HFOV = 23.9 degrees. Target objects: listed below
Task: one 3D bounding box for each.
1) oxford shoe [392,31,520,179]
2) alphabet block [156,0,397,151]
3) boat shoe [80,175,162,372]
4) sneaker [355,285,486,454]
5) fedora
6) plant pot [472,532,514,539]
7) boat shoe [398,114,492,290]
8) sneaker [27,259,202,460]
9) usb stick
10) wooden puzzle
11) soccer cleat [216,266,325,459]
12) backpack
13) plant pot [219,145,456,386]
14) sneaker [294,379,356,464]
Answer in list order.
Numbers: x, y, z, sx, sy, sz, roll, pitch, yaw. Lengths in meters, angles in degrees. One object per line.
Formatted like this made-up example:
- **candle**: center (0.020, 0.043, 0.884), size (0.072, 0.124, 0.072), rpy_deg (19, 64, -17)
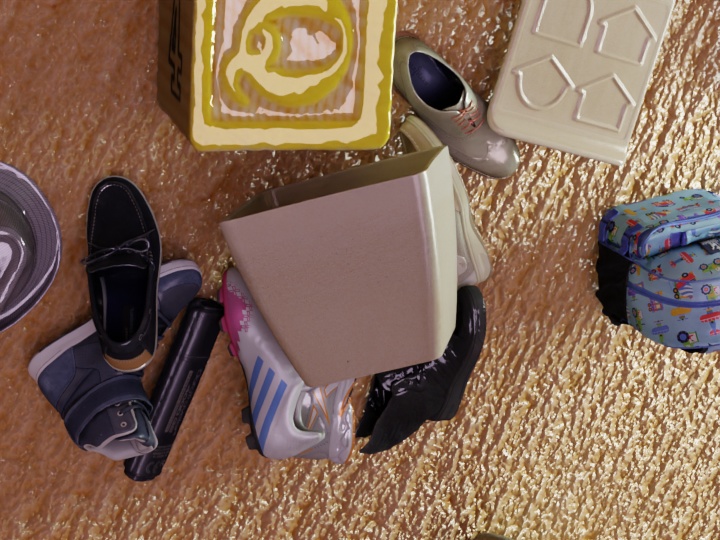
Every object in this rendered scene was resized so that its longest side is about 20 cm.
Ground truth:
- **oxford shoe**: center (0.096, -0.158, 1.735), size (0.200, 0.074, 0.071), rpy_deg (40, 92, -23)
- **alphabet block**: center (-0.083, -0.226, 1.593), size (0.193, 0.200, 0.199), rpy_deg (-3, 107, -16)
- **boat shoe**: center (-0.230, -0.004, 1.640), size (0.074, 0.062, 0.202), rpy_deg (-7, 68, 1)
- **sneaker**: center (0.061, 0.105, 1.797), size (0.103, 0.060, 0.201), rpy_deg (0, 123, -22)
- **fedora**: center (-0.380, -0.006, 1.626), size (0.199, 0.090, 0.178), rpy_deg (-26, 112, -8)
- **plant pot**: center (0.166, 0.404, 1.865), size (0.199, 0.177, 0.200), rpy_deg (40, 91, -23)
- **boat shoe**: center (0.075, -0.064, 1.761), size (0.065, 0.072, 0.201), rpy_deg (-27, 117, -9)
- **sneaker**: center (-0.214, 0.095, 1.674), size (0.202, 0.147, 0.077), rpy_deg (-38, 150, 2)
- **usb stick**: center (-0.191, 0.122, 1.746), size (0.055, 0.032, 0.202), rpy_deg (4, 110, -64)
- **wooden puzzle**: center (0.224, -0.224, 1.760), size (0.184, 0.046, 0.202), rpy_deg (11, 97, -31)
- **soccer cleat**: center (-0.086, 0.090, 1.728), size (0.085, 0.070, 0.202), rpy_deg (-13, 91, 13)
- **backpack**: center (0.359, 0.006, 1.795), size (0.181, 0.200, 0.136), rpy_deg (-11, 109, -13)
- **plant pot**: center (0.000, 0.000, 1.634), size (0.198, 0.200, 0.179), rpy_deg (-13, 99, 11)
- **sneaker**: center (-0.051, 0.108, 1.772), size (0.091, 0.076, 0.202), rpy_deg (0, 103, -9)
